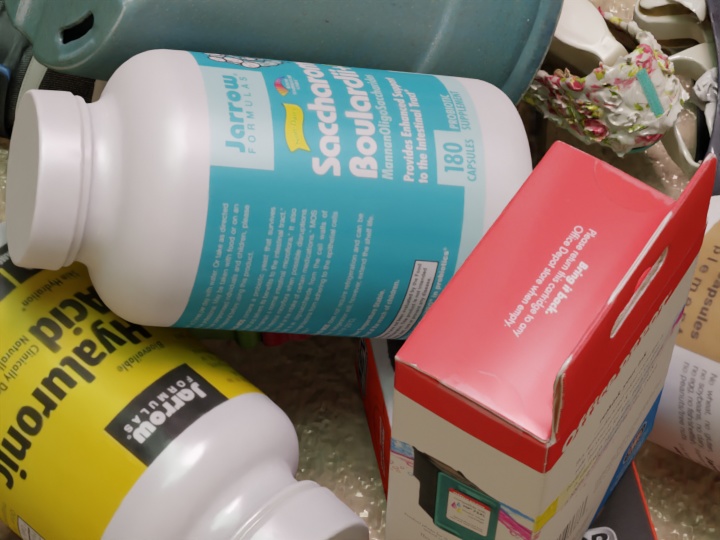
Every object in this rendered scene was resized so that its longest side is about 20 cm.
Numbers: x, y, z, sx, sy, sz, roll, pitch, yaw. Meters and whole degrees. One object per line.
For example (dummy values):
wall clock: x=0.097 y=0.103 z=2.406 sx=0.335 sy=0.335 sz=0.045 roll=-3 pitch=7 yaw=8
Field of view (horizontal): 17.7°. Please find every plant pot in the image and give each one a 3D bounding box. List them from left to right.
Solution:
plant pot: x=-0.044 y=-0.156 z=1.019 sx=0.195 sy=0.200 sz=0.201 roll=2 pitch=51 yaw=-34

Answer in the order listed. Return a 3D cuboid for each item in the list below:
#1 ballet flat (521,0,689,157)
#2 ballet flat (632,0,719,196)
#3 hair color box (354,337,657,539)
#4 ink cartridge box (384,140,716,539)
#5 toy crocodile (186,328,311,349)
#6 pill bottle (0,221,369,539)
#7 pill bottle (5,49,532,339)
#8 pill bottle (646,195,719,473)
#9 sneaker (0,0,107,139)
ballet flat: x=0.074 y=-0.124 z=1.100 sx=0.200 sy=0.064 sz=0.076 roll=31 pitch=67 yaw=33
ballet flat: x=0.167 y=-0.108 z=1.118 sx=0.073 sy=0.073 sz=0.201 roll=-1 pitch=59 yaw=-3
hair color box: x=0.065 y=0.099 z=0.978 sx=0.101 sy=0.061 sz=0.201 roll=-10 pitch=56 yaw=-7
ink cartridge box: x=0.068 y=0.037 z=0.863 sx=0.067 sy=0.200 sz=0.116 roll=29 pitch=60 yaw=16
toy crocodile: x=0.000 y=0.000 z=1.038 sx=0.199 sy=0.068 sz=0.062 roll=-12 pitch=58 yaw=-10
pill bottle: x=-0.096 y=0.076 z=0.958 sx=0.200 sy=0.111 sz=0.111 roll=37 pitch=62 yaw=20
pill bottle: x=-0.039 y=-0.030 z=0.932 sx=0.199 sy=0.111 sz=0.111 roll=3 pitch=54 yaw=-20
pill bottle: x=0.215 y=0.051 z=0.953 sx=0.199 sy=0.115 sz=0.114 roll=24 pitch=56 yaw=35
sneaker: x=-0.148 y=-0.155 z=1.132 sx=0.111 sy=0.073 sz=0.201 roll=10 pitch=58 yaw=3
